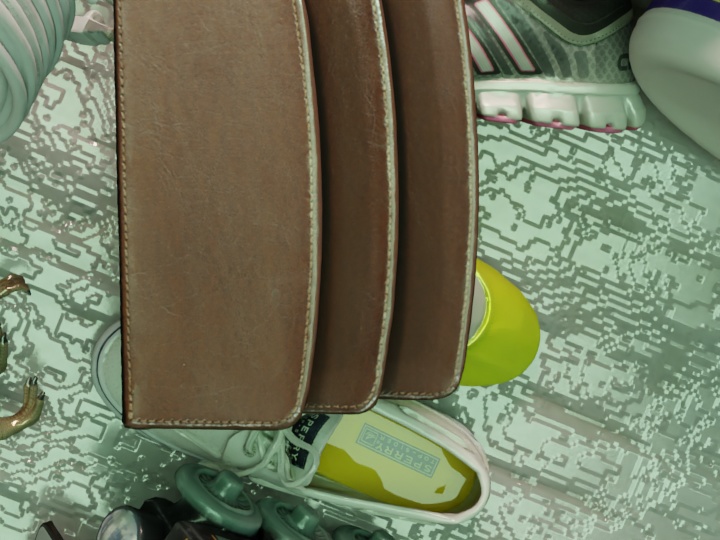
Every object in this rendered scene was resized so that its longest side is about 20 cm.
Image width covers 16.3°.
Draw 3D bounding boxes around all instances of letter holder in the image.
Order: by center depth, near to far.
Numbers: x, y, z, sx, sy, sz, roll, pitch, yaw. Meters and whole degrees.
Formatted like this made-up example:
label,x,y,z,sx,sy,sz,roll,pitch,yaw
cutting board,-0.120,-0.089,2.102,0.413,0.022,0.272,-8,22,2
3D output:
label,x,y,z,sx,sy,sz,roll,pitch,yaw
letter holder,-0.025,-0.037,1.087,0.141,0.101,0.202,0,96,11

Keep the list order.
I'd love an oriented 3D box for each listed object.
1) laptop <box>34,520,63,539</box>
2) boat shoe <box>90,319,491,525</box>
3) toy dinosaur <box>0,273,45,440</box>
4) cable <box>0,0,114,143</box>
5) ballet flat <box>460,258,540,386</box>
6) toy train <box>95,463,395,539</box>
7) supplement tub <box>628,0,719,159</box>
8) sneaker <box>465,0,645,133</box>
label,x,y,z,sx,sy,sz,roll,pitch,yaw
laptop,-0.178,0.245,1.112,0.115,0.187,0.201,5,118,-35
boat shoe,-0.030,0.075,1.181,0.201,0.086,0.075,24,92,-9
toy dinosaur,-0.202,0.055,1.157,0.101,0.058,0.201,-10,109,-28
cable,-0.224,-0.124,1.084,0.200,0.199,0.070,40,55,-40
ballet flat,0.000,0.000,1.187,0.199,0.067,0.067,30,89,-9
toy train,-0.030,0.161,1.148,0.199,0.114,0.085,26,106,-41
supplement tub,0.230,-0.142,1.155,0.145,0.145,0.201,35,82,-9
sneaker,0.042,-0.117,1.178,0.198,0.074,0.088,5,96,-13
